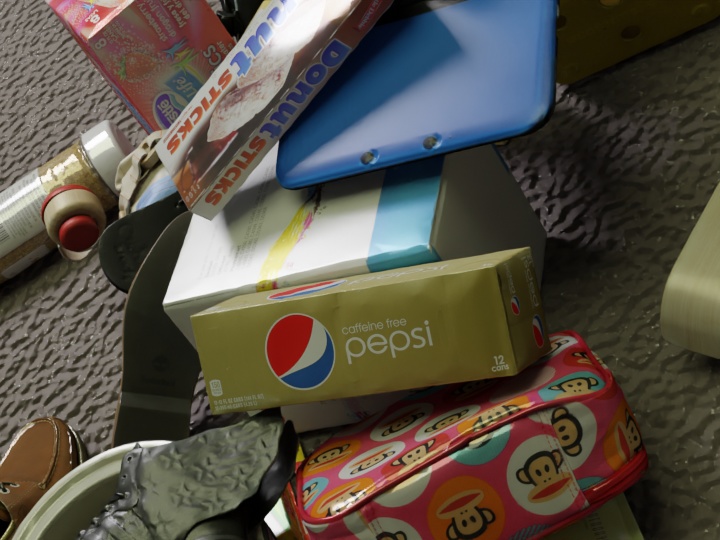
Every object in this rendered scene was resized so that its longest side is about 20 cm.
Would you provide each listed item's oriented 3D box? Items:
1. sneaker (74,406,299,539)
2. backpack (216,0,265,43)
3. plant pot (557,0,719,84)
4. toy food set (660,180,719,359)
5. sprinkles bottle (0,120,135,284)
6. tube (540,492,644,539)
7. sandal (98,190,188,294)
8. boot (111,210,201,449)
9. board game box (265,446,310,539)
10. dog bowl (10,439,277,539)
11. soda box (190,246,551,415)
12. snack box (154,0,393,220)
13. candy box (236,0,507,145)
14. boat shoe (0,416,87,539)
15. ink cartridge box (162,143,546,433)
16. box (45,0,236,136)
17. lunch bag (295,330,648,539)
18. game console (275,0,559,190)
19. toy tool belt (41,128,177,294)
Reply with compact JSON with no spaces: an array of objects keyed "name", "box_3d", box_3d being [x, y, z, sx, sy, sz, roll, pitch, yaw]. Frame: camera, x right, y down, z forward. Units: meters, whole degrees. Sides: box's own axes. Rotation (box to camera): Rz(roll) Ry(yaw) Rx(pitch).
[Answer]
[{"name":"sneaker","box_3d":[-0.130,0.153,1.023,0.198,0.060,0.105,-16,57,12]},{"name":"backpack","box_3d":[-0.054,-0.289,1.450,0.149,0.179,0.200,-6,33,-2]},{"name":"plant pot","box_3d":[0.164,-0.260,1.256,0.199,0.200,0.177,-23,53,17]},{"name":"toy food set","box_3d":[0.287,-0.022,1.033,0.143,0.061,0.201,17,64,32]},{"name":"sprinkles bottle","box_3d":[-0.277,-0.047,1.465,0.199,0.068,0.068,-33,39,5]},{"name":"tube","box_3d":[0.067,0.178,1.004,0.199,0.052,0.058,-26,78,7]},{"name":"sandal","box_3d":[-0.098,-0.049,1.242,0.200,0.076,0.043,-38,-3,-12]},{"name":"boot","box_3d":[-0.138,0.055,1.211,0.075,0.073,0.201,162,123,-78]},{"name":"board game box","box_3d":[-0.119,0.187,1.152,0.199,0.030,0.096,-30,40,5]},{"name":"dog bowl","box_3d":[-0.131,0.212,1.069,0.199,0.074,0.201,-13,56,20]},{"name":"soda box","box_3d":[0.005,0.036,1.005,0.199,0.065,0.068,-10,6,25]},{"name":"snack box","box_3d":[-0.055,-0.129,1.102,0.200,0.024,0.072,-49,45,17]},{"name":"candy box","box_3d":[0.016,-0.152,1.308,0.199,0.117,0.057,2,53,39]},{"name":"boat shoe","box_3d":[-0.249,0.178,1.223,0.072,0.068,0.201,-17,42,25]},{"name":"ink cartridge box","box_3d":[0.000,0.000,1.145,0.199,0.147,0.147,-12,43,27]},{"name":"box","box_3d":[-0.146,-0.158,1.369,0.095,0.200,0.103,-41,40,-6]},{"name":"lunch bag","box_3d":[0.058,0.109,1.008,0.199,0.082,0.176,-26,13,2]},{"name":"game console","box_3d":[0.057,-0.130,1.112,0.199,0.170,0.119,-11,90,30]},{"name":"toy tool belt","box_3d":[-0.137,-0.038,1.301,0.199,0.125,0.123,-18,45,-7]}]
